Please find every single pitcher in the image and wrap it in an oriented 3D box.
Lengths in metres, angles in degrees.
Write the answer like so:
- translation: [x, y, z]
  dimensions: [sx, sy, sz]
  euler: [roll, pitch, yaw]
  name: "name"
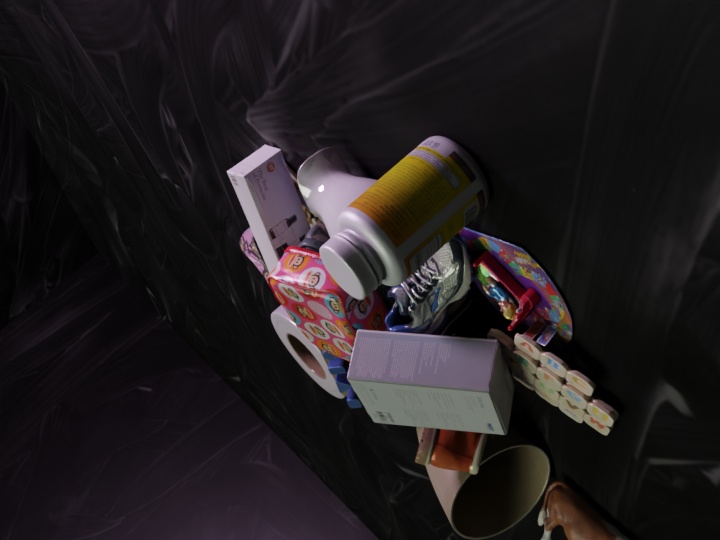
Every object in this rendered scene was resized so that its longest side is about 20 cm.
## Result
- translation: [0.009, -0.057, 1.511]
  dimensions: [0.200, 0.121, 0.172]
  euler: [40, 159, 39]
  name: "pitcher"

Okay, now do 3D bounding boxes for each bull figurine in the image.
- translation: [0.358, 0.422, 1.699]
  dimensions: [0.200, 0.065, 0.122]
  euler: [49, 132, 27]
  name: "bull figurine"

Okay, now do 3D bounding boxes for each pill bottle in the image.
- translation: [0.049, -0.059, 1.271]
  dimensions: [0.109, 0.200, 0.110]
  euler: [43, 161, 19]
  name: "pill bottle"

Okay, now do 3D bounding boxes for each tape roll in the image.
- translation: [-0.048, 0.111, 1.966]
  dimensions: [0.203, 0.139, 0.203]
  euler: [44, 161, 19]
  name: "tape roll"

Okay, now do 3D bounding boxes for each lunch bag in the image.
- translation: [-0.051, 0.054, 1.615]
  dimensions: [0.175, 0.082, 0.201]
  euler: [14, 150, 33]
  name: "lunch bag"

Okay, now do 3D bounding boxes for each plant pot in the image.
- translation: [0.178, 0.297, 1.771]
  dimensions: [0.200, 0.186, 0.188]
  euler: [49, 168, 48]
  name: "plant pot"

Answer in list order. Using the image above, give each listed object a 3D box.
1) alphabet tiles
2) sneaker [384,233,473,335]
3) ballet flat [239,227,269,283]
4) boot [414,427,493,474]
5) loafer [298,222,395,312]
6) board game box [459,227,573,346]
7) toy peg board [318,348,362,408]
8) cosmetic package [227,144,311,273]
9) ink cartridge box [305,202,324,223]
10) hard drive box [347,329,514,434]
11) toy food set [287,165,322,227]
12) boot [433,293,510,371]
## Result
- translation: [0.251, 0.148, 1.444]
  dimensions: [0.199, 0.015, 0.196]
  euler: [35, 166, 17]
  name: "alphabet tiles"
- translation: [0.084, 0.024, 1.428]
  dimensions: [0.077, 0.084, 0.201]
  euler: [59, 148, 32]
  name: "sneaker"
- translation: [-0.159, -0.007, 2.139]
  dimensions: [0.200, 0.069, 0.071]
  euler: [49, 143, 3]
  name: "ballet flat"
- translation: [0.157, 0.218, 1.662]
  dimensions: [0.106, 0.202, 0.075]
  euler: [14, 147, 6]
  name: "boot"
- translation: [0.000, 0.000, 1.641]
  dimensions: [0.199, 0.063, 0.072]
  euler: [36, 143, -10]
  name: "loafer"
- translation: [0.182, 0.029, 1.388]
  dimensions: [0.199, 0.039, 0.159]
  euler: [25, 150, 53]
  name: "board game box"
- translation: [0.030, 0.159, 1.761]
  dimensions: [0.197, 0.099, 0.201]
  euler: [-8, 134, 17]
  name: "toy peg board"
- translation: [-0.134, -0.090, 1.728]
  dimensions: [0.050, 0.082, 0.201]
  euler: [18, 139, 45]
  name: "cosmetic package"
- translation: [-0.005, -0.067, 1.659]
  dimensions: [0.200, 0.042, 0.120]
  euler: [43, 163, 13]
  name: "ink cartridge box"
- translation: [0.100, 0.155, 1.493]
  dimensions: [0.198, 0.078, 0.156]
  euler: [4, 152, 19]
  name: "hard drive box"
- translation: [-0.123, -0.104, 1.836]
  dimensions: [0.144, 0.060, 0.200]
  euler: [45, 162, 15]
  name: "toy food set"
- translation: [0.154, 0.109, 1.576]
  dimensions: [0.150, 0.073, 0.200]
  euler: [43, 153, 3]
  name: "boot"
